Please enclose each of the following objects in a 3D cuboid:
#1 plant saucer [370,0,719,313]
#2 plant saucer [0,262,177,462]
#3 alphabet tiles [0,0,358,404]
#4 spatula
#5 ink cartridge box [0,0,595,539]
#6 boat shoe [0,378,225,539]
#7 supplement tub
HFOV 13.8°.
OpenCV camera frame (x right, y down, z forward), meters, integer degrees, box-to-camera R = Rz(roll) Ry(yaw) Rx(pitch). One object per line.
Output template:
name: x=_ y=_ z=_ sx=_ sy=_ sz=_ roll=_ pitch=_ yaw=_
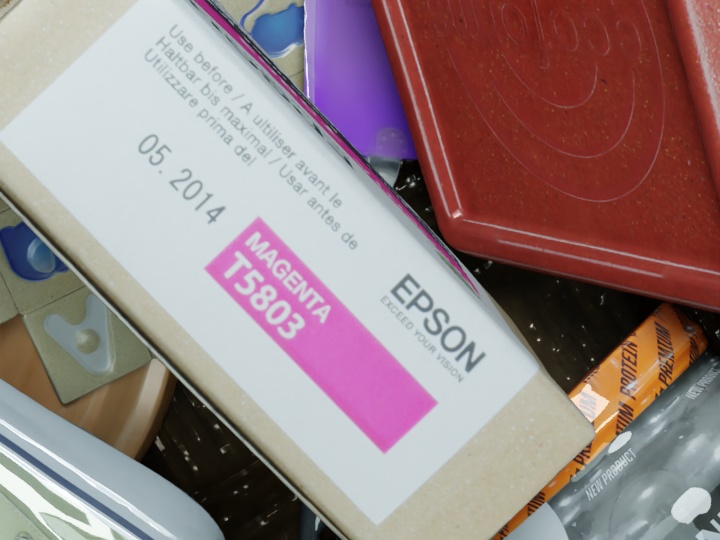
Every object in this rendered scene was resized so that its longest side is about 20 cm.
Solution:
plant saucer: x=0.059 y=-0.074 z=0.854 sx=0.037 sy=0.199 sz=0.200 roll=-28 pitch=112 yaw=-26
plant saucer: x=-0.157 y=0.009 z=0.990 sx=0.200 sy=0.032 sz=0.201 roll=0 pitch=92 yaw=8
alphabet tiles: x=-0.090 y=-0.066 z=0.942 sx=0.166 sy=0.006 sz=0.200 roll=-26 pitch=107 yaw=-12
spatula: x=0.000 y=0.000 z=0.967 sx=0.056 sy=0.021 sz=0.200 roll=4 pitch=100 yaw=-19
ink cartridge box: x=-0.034 y=-0.014 z=0.864 sx=0.075 sy=0.165 sz=0.200 roll=-43 pitch=103 yaw=3
boat shoe: x=-0.138 y=0.063 z=0.929 sx=0.200 sy=0.062 sz=0.072 roll=26 pitch=140 yaw=5
supplement tub: x=0.128 y=0.113 z=0.906 sx=0.123 sy=0.123 sz=0.200 roll=-45 pitch=86 yaw=8
